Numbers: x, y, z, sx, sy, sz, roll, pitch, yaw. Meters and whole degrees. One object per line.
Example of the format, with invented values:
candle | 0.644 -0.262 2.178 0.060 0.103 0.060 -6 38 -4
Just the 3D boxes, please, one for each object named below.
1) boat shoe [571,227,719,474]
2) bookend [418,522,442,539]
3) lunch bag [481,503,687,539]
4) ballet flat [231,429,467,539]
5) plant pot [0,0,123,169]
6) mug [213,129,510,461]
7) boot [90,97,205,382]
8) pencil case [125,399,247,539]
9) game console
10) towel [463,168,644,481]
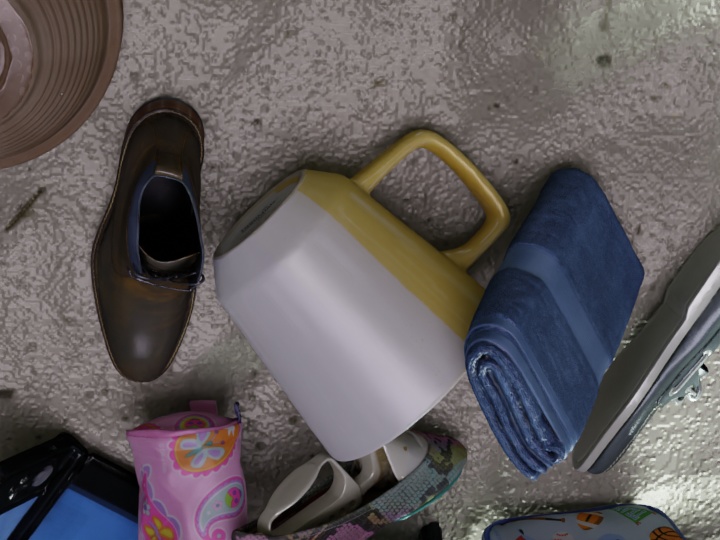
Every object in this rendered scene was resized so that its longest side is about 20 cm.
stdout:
boat shoe | 0.218 0.066 1.357 0.062 0.073 0.201 30 103 -13
bookend | -0.034 0.295 1.426 0.197 0.092 0.202 -1 113 -4
lunch bag | 0.166 0.239 1.363 0.159 0.200 0.076 -7 118 -16
ballet flat | -0.006 0.148 1.332 0.199 0.069 0.072 -32 118 -30
plant pot | -0.245 -0.146 1.208 0.199 0.093 0.202 -2 114 -4
mug | -0.007 0.006 1.294 0.153 0.187 0.149 46 136 -13
boot | -0.138 -0.002 1.279 0.074 0.097 0.202 4 114 -7
pencil case | -0.110 0.193 1.346 0.087 0.087 0.202 -6 93 -2
game console | -0.231 0.225 1.368 0.116 0.176 0.200 40 107 10
towel | 0.121 0.029 1.269 0.048 0.200 0.112 -12 120 34
